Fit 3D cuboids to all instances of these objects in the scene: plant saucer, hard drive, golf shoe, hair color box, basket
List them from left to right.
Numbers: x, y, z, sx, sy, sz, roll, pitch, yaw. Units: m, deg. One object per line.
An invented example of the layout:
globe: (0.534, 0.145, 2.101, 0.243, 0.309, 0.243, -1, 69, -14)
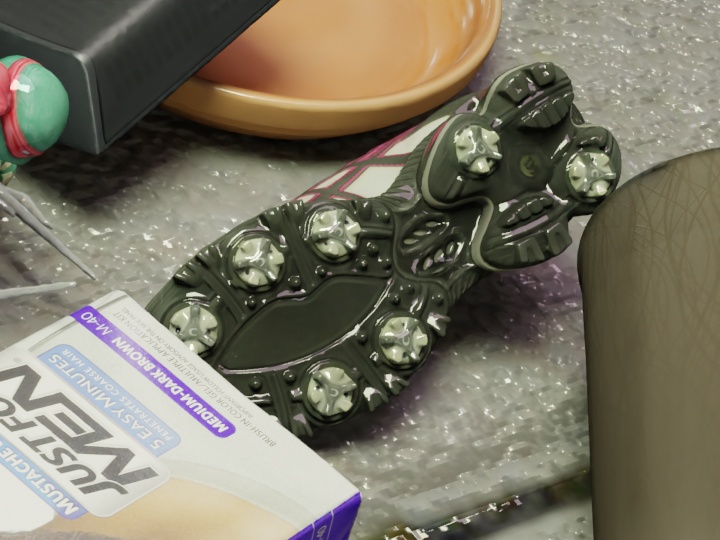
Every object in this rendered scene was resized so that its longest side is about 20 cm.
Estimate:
hair color box: (-0.108, 0.094, 0.724, 0.109, 0.065, 0.200, 38, 45, 23)
hard drive: (-0.129, -0.128, 0.945, 0.200, 0.042, 0.135, 29, 59, 32)
plant saucer: (-0.042, -0.117, 1.021, 0.200, 0.037, 0.200, 10, 39, -9)
golf shoe: (0.000, 0.000, 0.884, 0.200, 0.088, 0.077, -31, 98, -22)
basket: (0.146, 0.076, 0.798, 0.180, 0.136, 0.200, 14, 43, 2)

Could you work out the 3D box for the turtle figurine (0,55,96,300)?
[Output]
turtle figurine: (-0.163, -0.043, 0.827, 0.200, 0.101, 0.150, 7, 17, 20)
